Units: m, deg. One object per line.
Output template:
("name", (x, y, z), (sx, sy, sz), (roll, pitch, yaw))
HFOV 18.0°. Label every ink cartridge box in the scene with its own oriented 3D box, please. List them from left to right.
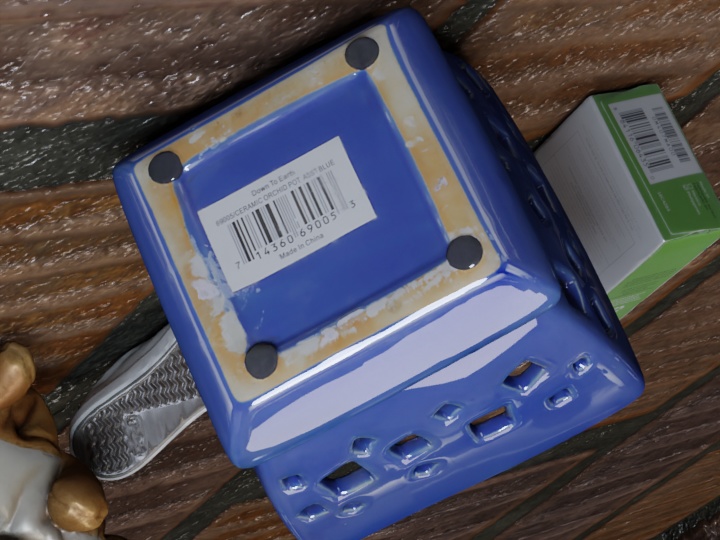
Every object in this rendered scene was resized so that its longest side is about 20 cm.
("ink cartridge box", (0.137, -0.021, 1.432), (0.059, 0.104, 0.200), (-13, 159, -35))

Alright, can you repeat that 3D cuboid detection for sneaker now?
("sneaker", (-0.096, 0.047, 1.401), (0.200, 0.073, 0.085), (-32, -166, 1))

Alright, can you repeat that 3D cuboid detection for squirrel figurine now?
("squirrel figurine", (-0.188, 0.163, 1.335), (0.142, 0.187, 0.200), (-56, -170, -22))

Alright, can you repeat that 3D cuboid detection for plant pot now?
("plant pot", (0.000, 0.000, 1.120), (0.200, 0.200, 0.180), (-28, 157, 7))
